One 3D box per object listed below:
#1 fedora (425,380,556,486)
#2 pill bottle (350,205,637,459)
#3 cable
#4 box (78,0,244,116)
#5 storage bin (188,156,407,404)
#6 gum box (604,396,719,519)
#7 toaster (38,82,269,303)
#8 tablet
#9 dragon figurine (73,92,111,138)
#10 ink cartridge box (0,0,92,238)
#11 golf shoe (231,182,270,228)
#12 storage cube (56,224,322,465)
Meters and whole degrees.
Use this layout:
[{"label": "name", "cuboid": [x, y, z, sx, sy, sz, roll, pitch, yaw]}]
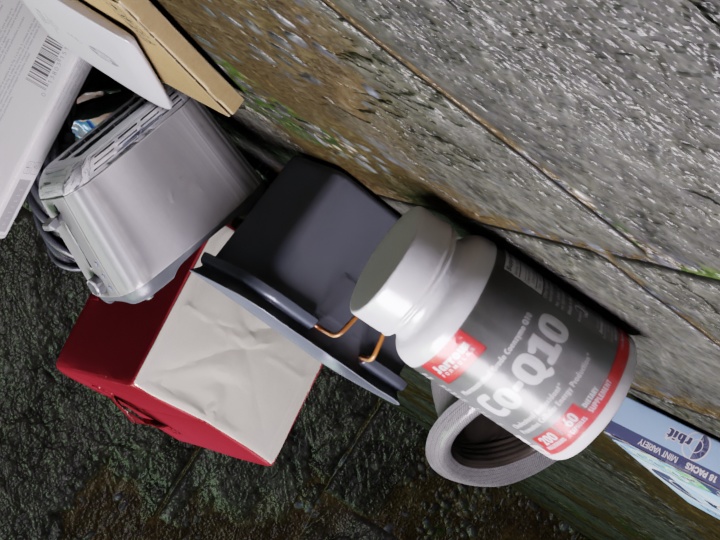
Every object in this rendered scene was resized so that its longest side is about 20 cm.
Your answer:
[{"label": "fedora", "cuboid": [0.136, 0.124, 1.713, 0.200, 0.177, 0.090, 27, -150, -53]}, {"label": "pill bottle", "cuboid": [0.099, 0.046, 1.330, 0.200, 0.114, 0.114, 33, 174, -12]}, {"label": "cable", "cuboid": [-0.225, -0.089, 1.571, 0.051, 0.200, 0.163, -8, 138, 47]}, {"label": "box", "cuboid": [-0.190, -0.193, 1.317, 0.163, 0.021, 0.200, 30, 174, 26]}, {"label": "storage bin", "cuboid": [-0.017, 0.004, 1.481, 0.200, 0.134, 0.145, 36, 173, -35]}, {"label": "gum box", "cuboid": [0.346, 0.204, 1.663, 0.170, 0.045, 0.200, 27, 172, 44]}, {"label": "toaster", "cuboid": [-0.176, -0.073, 1.504, 0.129, 0.200, 0.114, 56, 157, -18]}, {"label": "tablet", "cuboid": [-0.212, -0.181, 1.360, 0.130, 0.014, 0.200, 33, 174, 7]}, {"label": "dragon figurine", "cuboid": [-0.269, -0.161, 1.791, 0.200, 0.059, 0.099, 32, 174, -9]}, {"label": "ink cartridge box", "cuboid": [-0.339, -0.156, 1.512, 0.176, 0.200, 0.045, 30, -173, 13]}, {"label": "golf shoe", "cuboid": [-0.097, -0.041, 1.757, 0.077, 0.088, 0.200, 32, 173, 13]}, {"label": "storage cube", "cuboid": [-0.149, 0.059, 1.660, 0.171, 0.200, 0.180, 34, 166, -29]}]
